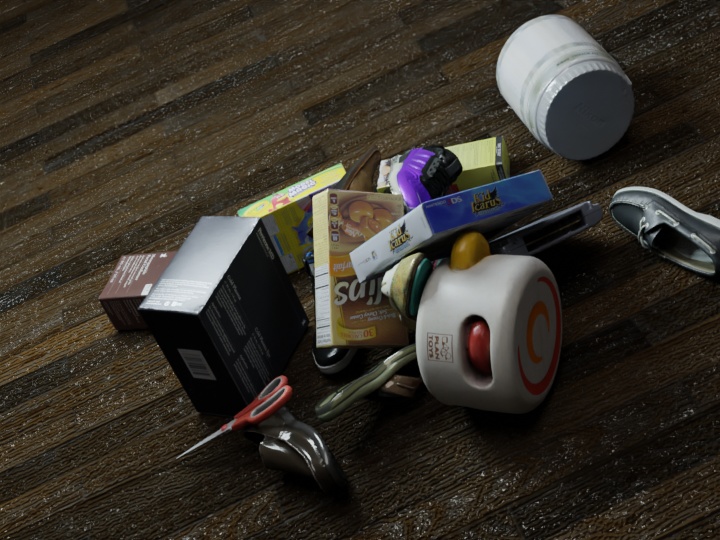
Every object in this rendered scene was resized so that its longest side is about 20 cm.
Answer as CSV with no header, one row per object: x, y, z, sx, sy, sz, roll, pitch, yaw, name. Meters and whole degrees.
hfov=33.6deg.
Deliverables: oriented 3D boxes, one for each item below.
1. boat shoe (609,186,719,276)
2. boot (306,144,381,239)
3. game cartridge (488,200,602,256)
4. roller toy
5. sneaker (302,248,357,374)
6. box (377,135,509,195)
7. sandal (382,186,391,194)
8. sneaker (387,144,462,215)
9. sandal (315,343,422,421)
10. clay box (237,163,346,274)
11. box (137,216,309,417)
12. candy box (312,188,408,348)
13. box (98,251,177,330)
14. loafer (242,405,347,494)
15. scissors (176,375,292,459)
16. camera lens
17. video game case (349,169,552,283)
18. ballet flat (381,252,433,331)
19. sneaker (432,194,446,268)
0.395,-0.051,1.540,0.060,0.076,0.199,-37,39,-27,boat shoe
-0.005,-0.096,1.667,0.074,0.075,0.201,-48,10,48,boot
0.212,-0.036,1.566,0.198,0.041,0.133,-23,4,-37,game cartridge
0.150,0.072,1.427,0.138,0.201,0.185,3,57,30,roller toy
-0.049,0.038,1.628,0.072,0.113,0.202,-17,35,22,sneaker
0.126,-0.147,1.812,0.197,0.051,0.076,-11,39,15,box
0.028,-0.049,1.731,0.057,0.080,0.202,-13,37,35,sandal
0.096,-0.130,1.675,0.098,0.070,0.201,-21,25,12,sneaker
0.033,0.145,1.498,0.199,0.058,0.080,-30,-4,-24,sandal
-0.071,-0.076,1.776,0.197,0.116,0.048,-25,36,-4,clay box
-0.177,0.062,1.599,0.103,0.202,0.183,3,44,30,box
0.000,0.000,1.566,0.114,0.204,0.055,1,-9,-25,candy box
-0.284,0.029,1.799,0.197,0.076,0.101,-3,41,21,box
-0.084,0.227,1.470,0.071,0.074,0.199,-39,31,-14,loafer
-0.164,0.199,1.513,0.199,0.014,0.073,-36,22,12,scissors
0.303,-0.276,1.783,0.158,0.161,0.201,-24,38,-1,camera lens
0.111,-0.055,1.488,0.198,0.046,0.181,-17,-11,-34,video game case
0.060,0.027,1.469,0.069,0.200,0.072,-4,68,11,ballet flat
0.084,-0.032,1.677,0.119,0.085,0.201,-14,39,-5,sneaker
